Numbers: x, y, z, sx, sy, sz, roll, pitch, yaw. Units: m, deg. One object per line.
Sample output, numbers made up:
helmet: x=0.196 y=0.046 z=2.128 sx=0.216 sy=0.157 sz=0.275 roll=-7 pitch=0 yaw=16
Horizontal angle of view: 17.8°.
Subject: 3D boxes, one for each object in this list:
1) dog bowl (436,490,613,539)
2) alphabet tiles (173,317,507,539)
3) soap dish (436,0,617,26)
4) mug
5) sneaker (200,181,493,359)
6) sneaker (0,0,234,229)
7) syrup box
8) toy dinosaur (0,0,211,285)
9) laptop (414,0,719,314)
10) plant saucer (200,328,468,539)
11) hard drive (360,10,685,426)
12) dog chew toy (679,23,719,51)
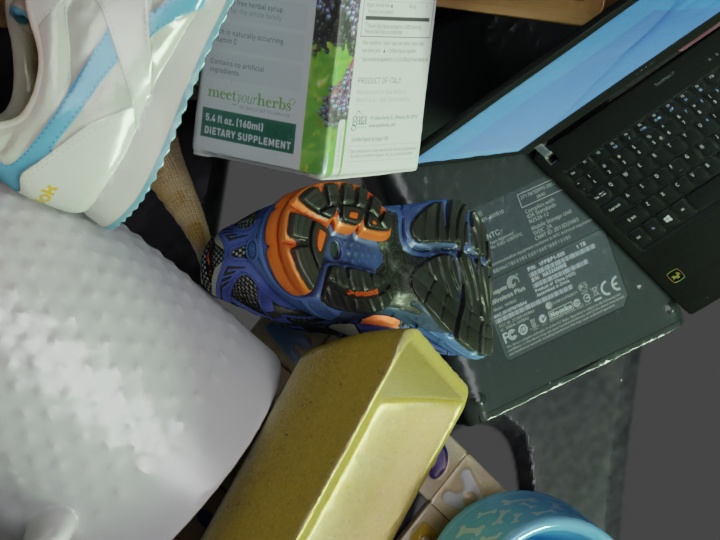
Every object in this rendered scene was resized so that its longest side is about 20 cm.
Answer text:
dog bowl: x=0.083 y=0.213 z=1.158 sx=0.111 sy=0.050 sz=0.201 roll=11 pitch=85 yaw=-20
alphabet tiles: x=-0.039 y=0.137 z=1.159 sx=0.167 sy=0.008 sz=0.200 roll=44 pitch=74 yaw=-19
soap dish: x=0.058 y=-0.196 z=1.108 sx=0.081 sy=0.199 sz=0.158 roll=27 pitch=78 yaw=-54
mug: x=-0.155 y=0.053 z=1.020 sx=0.175 sy=0.148 sz=0.200 roll=42 pitch=37 yaw=-14
sneaker: x=0.000 y=0.000 z=1.087 sx=0.200 sy=0.078 sz=0.076 roll=21 pitch=67 yaw=-53
sneaker: x=-0.103 y=-0.123 z=0.986 sx=0.080 sy=0.076 sz=0.201 roll=22 pitch=86 yaw=-22
syrup box: x=-0.014 y=-0.147 z=1.041 sx=0.081 sy=0.078 sz=0.201 roll=-8 pitch=108 yaw=-55
toy dinosaur: x=-0.106 y=-0.083 z=1.100 sx=0.101 sy=0.058 sz=0.200 roll=-35 pitch=79 yaw=-19
laptop: x=0.153 y=-0.054 z=1.101 sx=0.200 sy=0.177 sz=0.103 roll=43 pitch=38 yaw=-17
plant saucer: x=-0.027 y=0.120 z=1.074 sx=0.048 sy=0.200 sz=0.201 roll=27 pitch=84 yaw=14
hard drive: x=0.077 y=-0.039 z=1.194 sx=0.139 sy=0.033 sz=0.201 roll=-24 pitch=99 yaw=-20
dog chew toy: x=0.188 y=-0.176 z=1.149 sx=0.124 sy=0.200 sz=0.125 roll=0 pitch=89 yaw=-22
